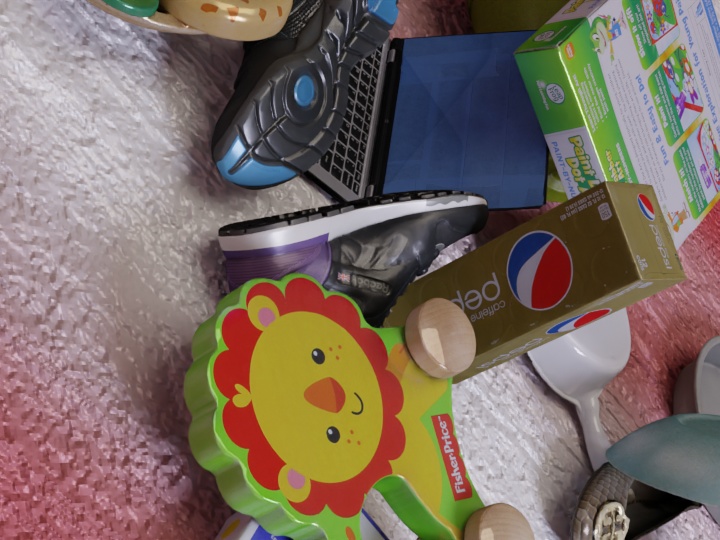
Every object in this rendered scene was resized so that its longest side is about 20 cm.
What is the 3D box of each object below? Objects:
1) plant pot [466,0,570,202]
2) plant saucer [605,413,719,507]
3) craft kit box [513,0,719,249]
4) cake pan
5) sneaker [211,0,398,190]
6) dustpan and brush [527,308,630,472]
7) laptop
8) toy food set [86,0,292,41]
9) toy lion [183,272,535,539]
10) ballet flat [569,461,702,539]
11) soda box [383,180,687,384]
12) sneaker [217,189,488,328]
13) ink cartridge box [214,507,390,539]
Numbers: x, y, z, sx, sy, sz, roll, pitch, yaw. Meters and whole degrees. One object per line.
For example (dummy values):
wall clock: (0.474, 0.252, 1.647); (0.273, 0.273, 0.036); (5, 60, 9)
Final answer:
plant pot: (0.182, -0.165, 1.169); (0.199, 0.199, 0.195); (16, 67, -44)
plant saucer: (0.278, 0.136, 1.027); (0.200, 0.200, 0.039); (1, 100, -49)
craft kit box: (0.211, -0.121, 1.053); (0.198, 0.048, 0.202); (-45, 121, -39)
cake pan: (0.341, 0.158, 1.257); (0.199, 0.037, 0.202); (29, 47, -36)
sneaker: (-0.048, -0.131, 0.938); (0.201, 0.081, 0.074); (-57, 139, -32)
dustpan and brush: (0.173, 0.074, 1.109); (0.139, 0.057, 0.202); (0, 61, -48)
laptop: (0.030, -0.144, 1.016); (0.199, 0.115, 0.189); (37, 42, -29)
toy food set: (-0.139, -0.229, 0.897); (0.196, 0.049, 0.202); (12, 52, -33)
toy lion: (-0.007, 0.099, 0.802); (0.190, 0.068, 0.202); (-5, 73, -41)
ballet flat: (0.218, 0.175, 1.077); (0.199, 0.046, 0.068); (-6, 108, -54)
soda box: (0.108, 0.014, 0.936); (0.064, 0.199, 0.068); (-2, 68, -50)
sneaker: (0.000, 0.000, 0.914); (0.198, 0.075, 0.089); (-13, 98, -33)
ink cartridge box: (-0.021, 0.231, 0.777); (0.198, 0.047, 0.200); (51, 35, -12)
